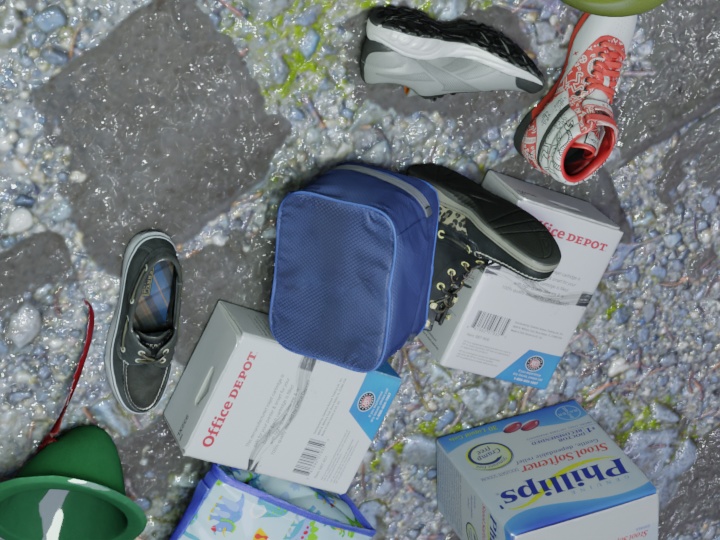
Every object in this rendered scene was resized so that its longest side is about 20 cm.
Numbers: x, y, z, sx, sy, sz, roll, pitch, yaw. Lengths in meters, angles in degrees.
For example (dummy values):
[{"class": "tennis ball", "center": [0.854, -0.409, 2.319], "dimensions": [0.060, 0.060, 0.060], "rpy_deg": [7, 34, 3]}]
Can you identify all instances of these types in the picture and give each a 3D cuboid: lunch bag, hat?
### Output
[{"class": "lunch bag", "center": [-0.117, 0.293, 1.836], "dimensions": [0.200, 0.127, 0.170], "rpy_deg": [19, 107, -41]}, {"class": "lunch bag", "center": [0.000, 0.000, 1.717], "dimensions": [0.132, 0.135, 0.201], "rpy_deg": [-35, 137, -57]}, {"class": "hat", "center": [-0.286, 0.171, 1.763], "dimensions": [0.165, 0.177, 0.200], "rpy_deg": [30, 138, -35]}]

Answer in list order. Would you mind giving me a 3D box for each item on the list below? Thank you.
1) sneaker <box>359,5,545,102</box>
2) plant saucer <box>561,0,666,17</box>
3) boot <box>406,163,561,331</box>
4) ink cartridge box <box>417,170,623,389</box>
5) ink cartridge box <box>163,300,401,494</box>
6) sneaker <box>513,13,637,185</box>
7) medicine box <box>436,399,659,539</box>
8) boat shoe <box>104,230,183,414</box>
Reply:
[{"class": "sneaker", "center": [0.089, -0.204, 1.714], "dimensions": [0.199, 0.074, 0.080], "rpy_deg": [10, 120, -21]}, {"class": "plant saucer", "center": [0.227, -0.333, 1.641], "dimensions": [0.031, 0.199, 0.201], "rpy_deg": [-40, 136, -50]}, {"class": "boot", "center": [0.107, -0.001, 1.750], "dimensions": [0.073, 0.203, 0.154], "rpy_deg": [-9, 125, -43]}, {"class": "ink cartridge box", "center": [0.167, 0.011, 1.844], "dimensions": [0.144, 0.084, 0.200], "rpy_deg": [15, 109, -30]}, {"class": "ink cartridge box", "center": [-0.081, 0.133, 1.794], "dimensions": [0.200, 0.084, 0.145], "rpy_deg": [18, 107, -31]}, {"class": "sneaker", "center": [0.242, -0.182, 1.764], "dimensions": [0.067, 0.108, 0.202], "rpy_deg": [26, 103, -32]}, {"class": "medicine box", "center": [0.204, 0.253, 1.914], "dimensions": [0.182, 0.200, 0.103], "rpy_deg": [-14, 120, -18]}, {"class": "boat shoe", "center": [-0.212, 0.060, 1.714], "dimensions": [0.068, 0.057, 0.201], "rpy_deg": [-4, 116, -23]}]
